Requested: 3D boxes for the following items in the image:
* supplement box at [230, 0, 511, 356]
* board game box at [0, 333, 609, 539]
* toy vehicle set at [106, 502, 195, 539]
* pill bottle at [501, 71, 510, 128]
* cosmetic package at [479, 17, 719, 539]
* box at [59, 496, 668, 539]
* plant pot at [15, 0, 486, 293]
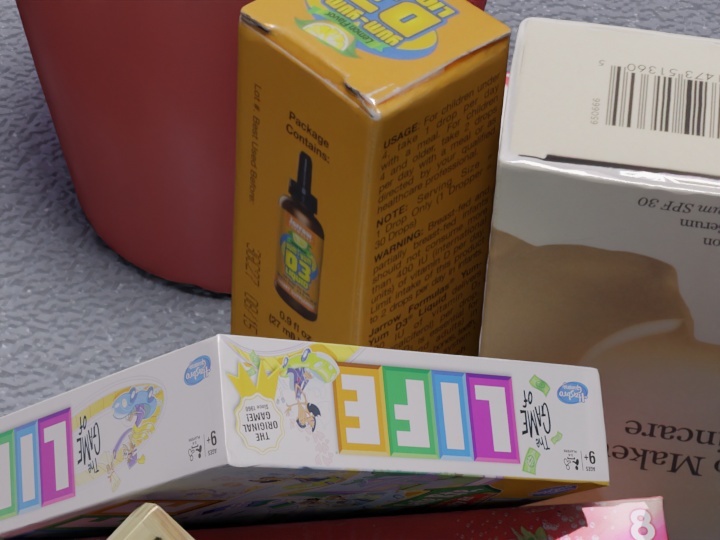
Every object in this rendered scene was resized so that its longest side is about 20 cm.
[{"bbox_3d":[0.000,0.000,0.787,0.069,0.201,0.066,-31,52,-31],"label":"supplement box"},{"bbox_3d":[-0.045,0.061,0.706,0.134,0.199,0.034,7,72,-39],"label":"board game box"},{"bbox_3d":[-0.024,0.171,0.613,0.200,0.027,0.124,44,78,-8],"label":"toy vehicle set"},{"bbox_3d":[0.127,-0.025,0.885,0.199,0.109,0.109,-8,43,-20],"label":"pill bottle"},{"bbox_3d":[0.088,0.025,0.764,0.104,0.201,0.071,7,43,6],"label":"cosmetic package"},{"bbox_3d":[-0.008,0.132,0.700,0.198,0.095,0.103,-3,65,-6],"label":"box"},{"bbox_3d":[-0.041,-0.102,0.914,0.199,0.178,0.201,2,43,-1],"label":"plant pot"}]
